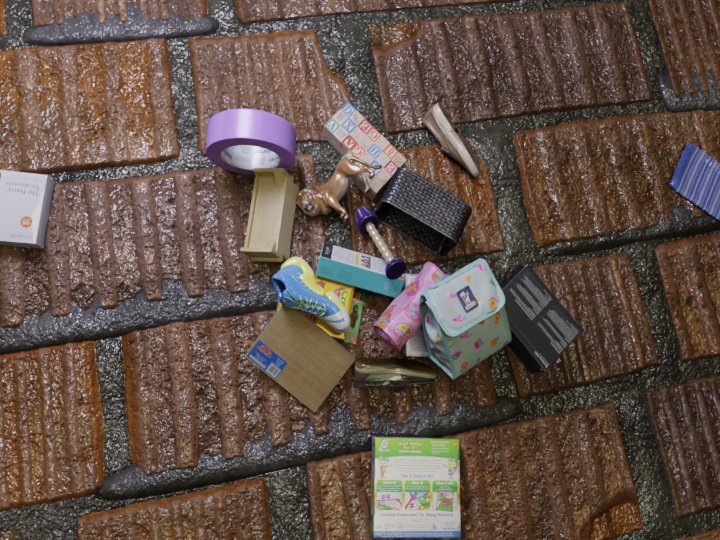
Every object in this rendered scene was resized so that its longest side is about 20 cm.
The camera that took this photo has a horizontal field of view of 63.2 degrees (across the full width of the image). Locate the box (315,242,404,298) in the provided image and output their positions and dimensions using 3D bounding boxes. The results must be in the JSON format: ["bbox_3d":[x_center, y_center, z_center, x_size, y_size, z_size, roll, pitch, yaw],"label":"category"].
[{"bbox_3d":[0.000,0.000,1.318,0.194,0.083,0.050,16,114,-5],"label":"box"}]

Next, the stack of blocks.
[{"bbox_3d":[-0.001,-0.283,1.395,0.200,0.059,0.115,45,76,2],"label":"stack of blocks"}]

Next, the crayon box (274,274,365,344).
[{"bbox_3d":[-0.088,0.082,1.309,0.193,0.051,0.131,12,76,-7],"label":"crayon box"}]

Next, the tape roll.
[{"bbox_3d":[-0.238,-0.276,1.283,0.193,0.200,0.068,2,78,-8],"label":"tape roll"}]

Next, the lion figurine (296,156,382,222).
[{"bbox_3d":[-0.051,-0.196,1.341,0.122,0.072,0.201,41,95,11],"label":"lion figurine"}]

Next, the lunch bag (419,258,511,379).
[{"bbox_3d":[0.215,0.094,1.228,0.167,0.122,0.205,-27,122,-16],"label":"lunch bag"}]

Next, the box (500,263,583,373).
[{"bbox_3d":[0.394,0.114,1.363,0.140,0.079,0.201,-39,87,-17],"label":"box"}]

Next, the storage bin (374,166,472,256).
[{"bbox_3d":[0.141,-0.133,1.345,0.196,0.135,0.096,30,76,-1],"label":"storage bin"}]

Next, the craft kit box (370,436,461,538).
[{"bbox_3d":[0.119,0.466,1.264,0.193,0.049,0.205,4,80,-8],"label":"craft kit box"}]

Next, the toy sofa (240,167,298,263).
[{"bbox_3d":[-0.204,-0.122,1.327,0.080,0.098,0.207,2,77,17],"label":"toy sofa"}]

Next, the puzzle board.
[{"bbox_3d":[-0.129,0.186,1.267,0.199,0.017,0.152,39,94,-8],"label":"puzzle board"}]

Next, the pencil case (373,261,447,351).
[{"bbox_3d":[0.116,0.078,1.277,0.087,0.088,0.201,42,76,2],"label":"pencil case"}]

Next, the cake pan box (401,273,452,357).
[{"bbox_3d":[0.182,0.105,1.347,0.193,0.052,0.191,0,76,-9],"label":"cake pan box"}]

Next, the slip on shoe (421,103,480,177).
[{"bbox_3d":[0.224,-0.310,1.439,0.060,0.076,0.202,-33,93,25],"label":"slip on shoe"}]

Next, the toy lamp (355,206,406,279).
[{"bbox_3d":[0.041,-0.069,1.318,0.057,0.059,0.202,-21,52,-12],"label":"toy lamp"}]

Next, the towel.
[{"bbox_3d":[0.920,-0.230,1.546,0.197,0.024,0.147,32,76,-1],"label":"towel"}]

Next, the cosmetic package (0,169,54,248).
[{"bbox_3d":[-0.772,-0.135,1.248,0.193,0.052,0.156,5,80,-8],"label":"cosmetic package"}]

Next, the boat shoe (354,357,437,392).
[{"bbox_3d":[0.075,0.235,1.298,0.193,0.073,0.067,9,102,-15],"label":"boat shoe"}]

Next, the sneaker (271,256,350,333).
[{"bbox_3d":[-0.113,0.068,1.230,0.200,0.076,0.104,46,48,14],"label":"sneaker"}]
